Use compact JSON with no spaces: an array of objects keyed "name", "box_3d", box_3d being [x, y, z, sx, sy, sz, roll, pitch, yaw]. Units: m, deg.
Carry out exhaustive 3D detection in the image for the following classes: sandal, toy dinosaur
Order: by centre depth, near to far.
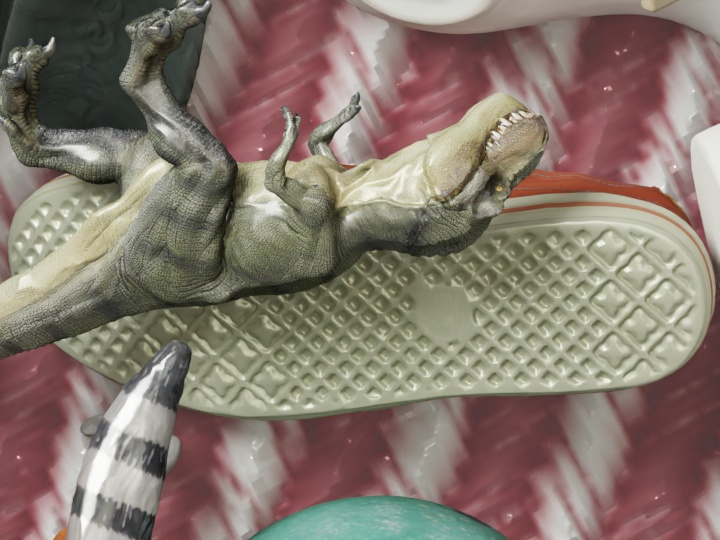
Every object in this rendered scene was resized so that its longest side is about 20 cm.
[{"name":"toy dinosaur","box_3d":[-0.054,-0.023,0.794,0.199,0.047,0.089,-18,107,22]},{"name":"sandal","box_3d":[-0.055,-0.117,0.805,0.075,0.048,0.202,-3,116,-22]}]

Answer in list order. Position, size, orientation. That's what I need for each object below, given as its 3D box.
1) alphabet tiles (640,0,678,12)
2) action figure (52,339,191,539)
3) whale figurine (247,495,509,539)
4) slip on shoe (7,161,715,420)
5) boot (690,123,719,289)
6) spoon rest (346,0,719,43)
[{"name":"alphabet tiles","box_3d":[0.128,-0.158,0.783,0.166,0.006,0.201,-27,122,-29]},{"name":"action figure","box_3d":[-0.101,0.108,0.755,0.104,0.200,0.195,-6,70,19]},{"name":"whale figurine","box_3d":[0.033,0.146,0.803,0.200,0.104,0.159,36,88,12]},{"name":"slip on shoe","box_3d":[0.000,0.000,0.842,0.199,0.061,0.075,0,108,10]},{"name":"boot","box_3d":[0.163,0.040,0.792,0.090,0.073,0.201,-22,78,-3]},{"name":"spoon rest","box_3d":[0.061,-0.081,0.838,0.199,0.099,0.061,33,49,-10]}]
